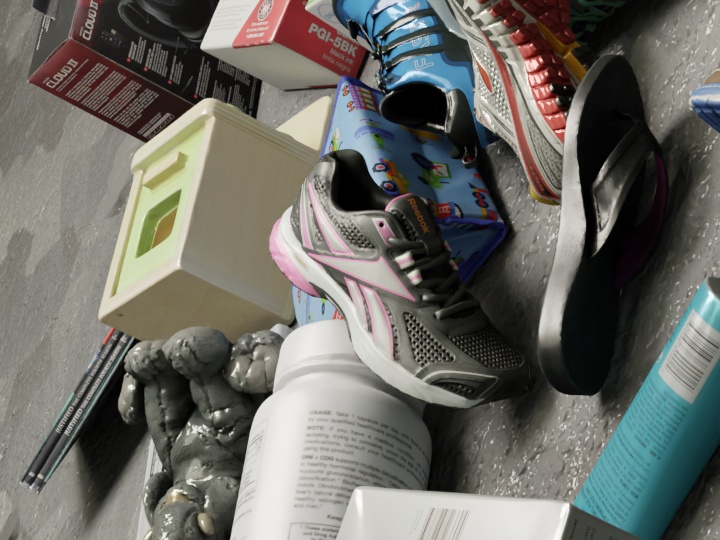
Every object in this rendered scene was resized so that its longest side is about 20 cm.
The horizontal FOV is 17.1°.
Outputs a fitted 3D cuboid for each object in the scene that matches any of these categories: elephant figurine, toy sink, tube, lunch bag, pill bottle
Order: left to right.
[{"bbox_3d":[-0.109,-0.049,1.816,0.130,0.112,0.201,-29,42,52],"label":"toy sink"},{"bbox_3d":[-0.092,0.147,1.554,0.142,0.154,0.201,133,134,-64],"label":"elephant figurine"},{"bbox_3d":[-0.017,0.138,1.446,0.113,0.113,0.201,-35,37,48],"label":"pill bottle"},{"bbox_3d":[0.000,0.000,1.598,0.201,0.094,0.151,-62,25,27],"label":"lunch bag"},{"bbox_3d":[0.150,0.099,1.237,0.201,0.050,0.078,-61,20,19],"label":"tube"}]

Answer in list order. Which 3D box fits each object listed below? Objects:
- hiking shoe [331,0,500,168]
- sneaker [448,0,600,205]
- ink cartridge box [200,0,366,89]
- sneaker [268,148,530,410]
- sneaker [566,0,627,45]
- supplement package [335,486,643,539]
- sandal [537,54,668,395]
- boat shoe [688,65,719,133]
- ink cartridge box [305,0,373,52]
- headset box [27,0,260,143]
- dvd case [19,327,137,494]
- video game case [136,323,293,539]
[{"bbox_3d":[0.034,-0.141,1.566,0.087,0.075,0.200,-38,44,-18],"label":"hiking shoe"},{"bbox_3d":[0.089,-0.127,1.462,0.082,0.078,0.201,-50,57,43],"label":"sneaker"},{"bbox_3d":[-0.031,-0.250,1.890,0.147,0.083,0.201,6,72,64],"label":"ink cartridge box"},{"bbox_3d":[0.024,0.001,1.430,0.200,0.080,0.087,39,126,26],"label":"sneaker"},{"bbox_3d":[0.146,-0.172,1.505,0.200,0.074,0.088,-174,86,-67],"label":"sneaker"},{"bbox_3d":[0.097,0.200,1.052,0.191,0.199,0.148,-4,62,62],"label":"supplement package"},{"bbox_3d":[0.146,-0.026,1.353,0.048,0.075,0.201,-3,69,35],"label":"sandal"},{"bbox_3d":[0.249,-0.093,1.203,0.200,0.072,0.073,9,69,55],"label":"boat shoe"},{"bbox_3d":[0.004,-0.219,1.647,0.145,0.199,0.048,-24,43,55],"label":"ink cartridge box"},{"bbox_3d":[-0.181,-0.194,1.998,0.077,0.199,0.149,-38,36,43],"label":"headset box"},{"bbox_3d":[-0.204,0.075,1.935,0.200,0.022,0.146,-57,3,14],"label":"dvd case"},{"bbox_3d":[-0.108,0.162,1.719,0.182,0.022,0.201,-42,31,40],"label":"video game case"}]
